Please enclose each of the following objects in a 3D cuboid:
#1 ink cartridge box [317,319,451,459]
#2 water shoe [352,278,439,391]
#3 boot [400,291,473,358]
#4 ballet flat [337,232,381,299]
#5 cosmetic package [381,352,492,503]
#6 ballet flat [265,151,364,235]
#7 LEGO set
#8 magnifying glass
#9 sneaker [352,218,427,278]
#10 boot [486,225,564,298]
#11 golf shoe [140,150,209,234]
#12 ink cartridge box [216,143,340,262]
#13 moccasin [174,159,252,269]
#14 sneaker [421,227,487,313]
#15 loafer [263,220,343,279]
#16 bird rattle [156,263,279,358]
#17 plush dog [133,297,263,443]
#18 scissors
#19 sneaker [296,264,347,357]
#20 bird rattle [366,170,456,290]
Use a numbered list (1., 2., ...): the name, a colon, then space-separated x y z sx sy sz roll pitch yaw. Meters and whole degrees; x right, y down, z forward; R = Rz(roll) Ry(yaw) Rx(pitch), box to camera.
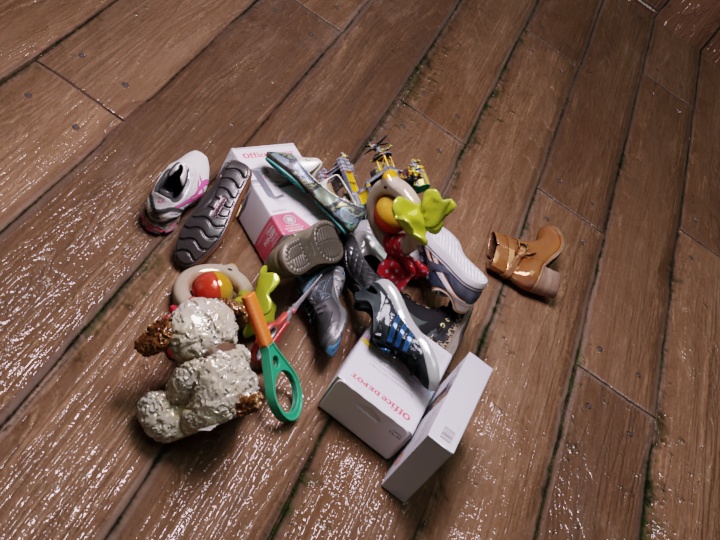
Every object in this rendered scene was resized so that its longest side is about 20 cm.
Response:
1. ink cartridge box: 0.042 0.174 1.526 0.147 0.086 0.200 37 41 1
2. water shoe: 0.053 0.111 1.494 0.078 0.072 0.202 -22 63 -15
3. boot: 0.111 0.075 1.680 0.149 0.073 0.201 32 45 -4
4. ballet flat: 0.000 0.000 1.638 0.056 0.067 0.201 -4 39 -18
5. cosmetic package: 0.119 0.238 1.469 0.051 0.152 0.200 34 40 2
6. ballet flat: -0.072 -0.148 1.628 0.200 0.074 0.074 43 41 0
7. LEGO set: 0.019 -0.171 1.735 0.152 0.199 0.118 -4 67 -47
8. magnifying glass: -0.132 0.129 1.416 0.080 0.022 0.203 -42 118 -61
9. sneaker: 0.066 -0.010 1.738 0.197 0.076 0.093 23 59 -14
10. boot: 0.329 -0.041 1.946 0.153 0.077 0.202 22 50 -10
11. golf shoe: -0.293 -0.146 1.591 0.072 0.093 0.201 28 40 -6
12. ink cartridge box: -0.141 -0.121 1.677 0.144 0.085 0.201 -11 57 -41
13. moccasin: -0.242 -0.086 1.568 0.073 0.078 0.204 20 65 1
14. sneaker: 0.146 -0.007 1.683 0.077 0.080 0.201 9 31 -30
15. loafer: -0.093 -0.032 1.556 0.199 0.067 0.077 -20 94 -62
16. bird rattle: -0.225 0.055 1.472 0.197 0.114 0.163 -17 44 -23
17. plush dog: -0.210 0.123 1.315 0.198 0.159 0.174 -18 88 -42
18. scissors: -0.112 0.067 1.490 0.014 0.074 0.201 20 62 24
19. sneaker: -0.069 0.062 1.573 0.081 0.074 0.201 15 35 -17
20. bird rattle: 0.071 -0.076 1.614 0.112 0.201 0.164 -24 67 -27
